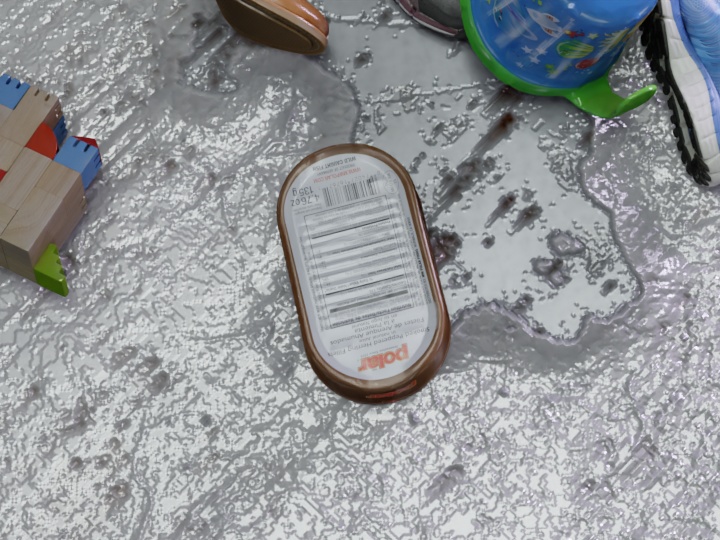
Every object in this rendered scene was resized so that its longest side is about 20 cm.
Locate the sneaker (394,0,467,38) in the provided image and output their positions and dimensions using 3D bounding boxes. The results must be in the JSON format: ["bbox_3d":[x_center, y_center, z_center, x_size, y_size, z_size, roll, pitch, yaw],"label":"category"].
[{"bbox_3d":[0.033,-0.271,1.641,0.076,0.116,0.200,-38,71,-8],"label":"sneaker"}]

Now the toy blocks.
[{"bbox_3d":[-0.277,-0.085,1.630,0.199,0.100,0.137,25,64,14],"label":"toy blocks"}]

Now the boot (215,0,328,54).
[{"bbox_3d":[-0.073,-0.271,1.677,0.200,0.074,0.155,34,73,13],"label":"boot"}]

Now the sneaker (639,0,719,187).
[{"bbox_3d":[0.267,-0.165,1.611,0.089,0.079,0.201,-14,78,-7],"label":"sneaker"}]

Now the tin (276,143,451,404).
[{"bbox_3d":[0.000,0.000,1.594,0.111,0.042,0.201,-16,70,5],"label":"tin"}]

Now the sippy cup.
[{"bbox_3d":[0.157,-0.209,1.579,0.177,0.130,0.140,30,74,-10],"label":"sippy cup"}]
